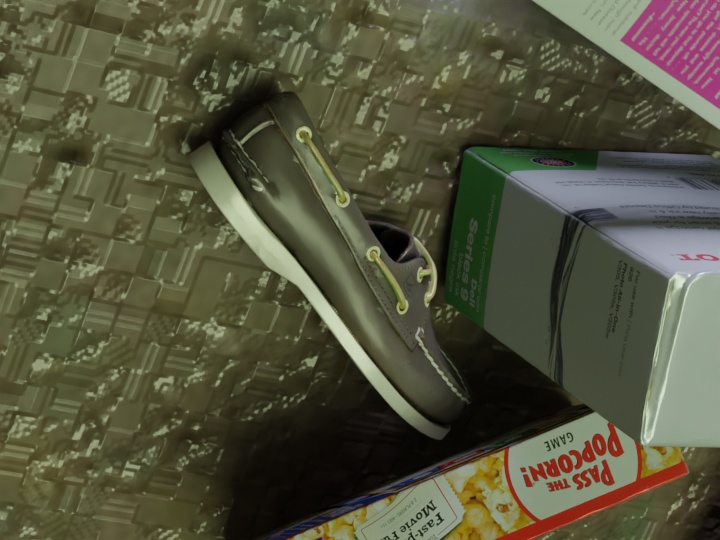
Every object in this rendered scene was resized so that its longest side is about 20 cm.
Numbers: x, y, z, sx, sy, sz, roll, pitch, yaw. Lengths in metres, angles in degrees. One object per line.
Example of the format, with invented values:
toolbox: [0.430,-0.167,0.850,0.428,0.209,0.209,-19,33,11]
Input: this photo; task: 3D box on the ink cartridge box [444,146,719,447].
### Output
ink cartridge box: [0.147,0.010,1.269,0.145,0.200,0.085,2,108,-25]

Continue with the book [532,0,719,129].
book: [0.160,-0.134,1.162,0.200,0.048,0.134,30,99,-38]

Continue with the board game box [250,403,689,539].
board game box: [0.041,0.116,1.319,0.199,0.151,0.047,-22,88,-11]

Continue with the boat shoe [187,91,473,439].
boat shoe: [0.000,0.000,1.285,0.059,0.072,0.200,-39,120,3]
